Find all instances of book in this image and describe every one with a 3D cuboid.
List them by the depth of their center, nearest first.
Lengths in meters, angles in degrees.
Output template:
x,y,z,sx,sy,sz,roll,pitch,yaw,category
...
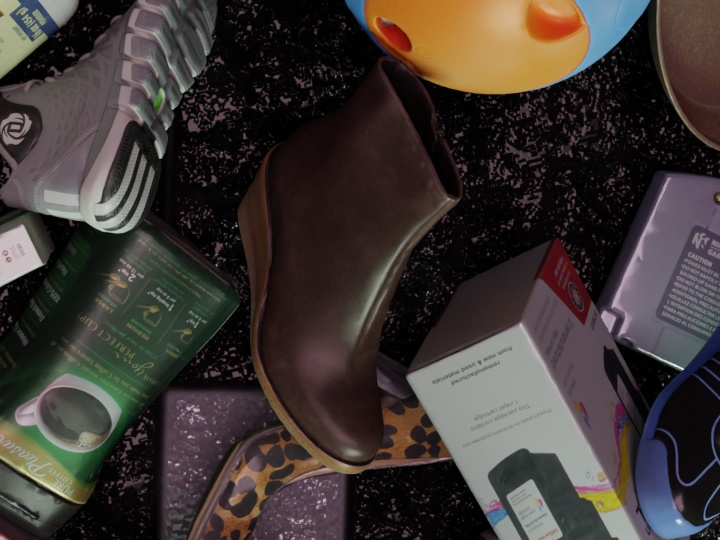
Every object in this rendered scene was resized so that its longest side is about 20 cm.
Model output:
x,y,z,sx,sy,sz,roll,pitch,yaw,category
-0.273,0.025,0.854,0.199,0.134,0.048,-27,99,-6,book

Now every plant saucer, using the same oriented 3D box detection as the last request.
x,y,z,sx,sy,sz,roll,pitch,yaw,category
0.243,-0.176,0.940,0.199,0.037,0.203,-12,110,-36,plant saucer

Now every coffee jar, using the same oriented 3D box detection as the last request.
x,y,z,sx,sy,sz,roll,pitch,yaw,category
-0.170,0.058,0.897,0.104,0.085,0.201,39,88,-30,coffee jar

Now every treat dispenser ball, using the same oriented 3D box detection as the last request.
x,y,z,sx,sy,sz,roll,pitch,yaw,category
0.078,-0.203,0.854,0.198,0.201,0.203,-1,97,-10,treat dispenser ball

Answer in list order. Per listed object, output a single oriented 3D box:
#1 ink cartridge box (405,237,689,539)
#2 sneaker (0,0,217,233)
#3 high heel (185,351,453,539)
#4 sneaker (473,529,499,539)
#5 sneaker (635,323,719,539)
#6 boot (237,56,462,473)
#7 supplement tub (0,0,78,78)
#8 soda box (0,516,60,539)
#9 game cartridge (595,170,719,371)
x,y,z,sx,sy,sz,roll,pitch,yaw,category
0.124,0.103,0.918,0.082,0.146,0.201,-26,102,23,ink cartridge box
-0.161,-0.117,0.874,0.114,0.075,0.202,5,57,17,sneaker
-0.019,0.144,0.940,0.142,0.071,0.201,32,81,-5,high heel
0.110,0.273,0.977,0.112,0.078,0.201,-38,101,-5,sneaker
0.236,0.078,0.895,0.070,0.078,0.200,51,53,-17,sneaker
0.000,0.000,0.861,0.072,0.166,0.202,-4,67,-41,boot
-0.273,-0.142,0.829,0.200,0.145,0.145,-41,101,-3,supplement tub
-0.199,0.204,0.920,0.199,0.068,0.064,39,90,-12,soda box
0.264,0.018,0.997,0.198,0.041,0.134,25,95,-12,game cartridge
